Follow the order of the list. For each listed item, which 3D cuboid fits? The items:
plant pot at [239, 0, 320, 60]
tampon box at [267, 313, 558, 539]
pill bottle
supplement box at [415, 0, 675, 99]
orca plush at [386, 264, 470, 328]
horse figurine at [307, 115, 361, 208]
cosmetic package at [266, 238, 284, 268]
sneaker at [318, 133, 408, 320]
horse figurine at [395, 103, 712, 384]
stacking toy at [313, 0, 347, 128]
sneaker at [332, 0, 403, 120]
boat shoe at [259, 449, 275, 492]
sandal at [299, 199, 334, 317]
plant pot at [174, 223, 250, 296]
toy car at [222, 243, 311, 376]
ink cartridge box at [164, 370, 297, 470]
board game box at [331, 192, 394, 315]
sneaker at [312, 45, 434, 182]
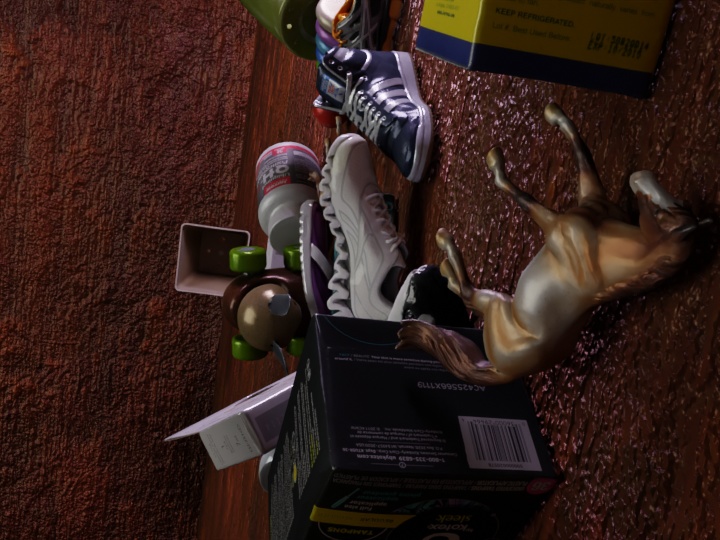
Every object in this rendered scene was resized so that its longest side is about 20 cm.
[{"bbox_3d":[-0.080,-0.409,1.143,0.200,0.200,0.193,109,149,-42],"label":"plant pot"},{"bbox_3d":[0.022,0.150,0.569,0.126,0.150,0.200,-100,20,-47],"label":"tampon box"},{"bbox_3d":[-0.111,-0.112,1.266,0.200,0.111,0.111,-102,23,-50],"label":"pill bottle"},{"bbox_3d":[0.113,-0.209,0.432,0.110,0.109,0.200,-119,37,-65],"label":"supplement box"},{"bbox_3d":[0.055,0.085,0.633,0.071,0.105,0.200,46,134,30],"label":"orca plush"},{"bbox_3d":[-0.031,-0.134,1.080,0.200,0.050,0.133,133,141,-67],"label":"horse figurine"},{"bbox_3d":[-0.162,0.041,1.528,0.083,0.051,0.200,-153,69,-73],"label":"cosmetic package"},{"bbox_3d":[0.010,-0.039,0.797,0.081,0.075,0.200,3,105,36],"label":"sneaker"},{"bbox_3d":[0.099,0.002,0.454,0.200,0.050,0.133,-57,48,34],"label":"horse figurine"},{"bbox_3d":[-0.033,-0.281,1.100,0.200,0.085,0.085,107,162,-51],"label":"stacking toy"},{"bbox_3d":[0.000,-0.283,0.967,0.078,0.077,0.200,-118,35,-63],"label":"sneaker"},{"bbox_3d":[-0.064,0.221,0.912,0.200,0.071,0.091,65,-162,-53],"label":"boat shoe"},{"bbox_3d":[-0.047,-0.003,1.081,0.082,0.050,0.203,12,-113,-70],"label":"sandal"},{"bbox_3d":[-0.433,-0.041,2.362,0.177,0.200,0.200,-105,23,-81],"label":"plant pot"},{"bbox_3d":[-0.110,0.062,1.101,0.200,0.158,0.164,-137,45,-72],"label":"toy car"},{"bbox_3d":[-0.065,0.126,0.755,0.176,0.200,0.045,-30,85,51],"label":"ink cartridge box"},{"bbox_3d":[0.000,0.000,0.954,0.200,0.028,0.135,140,134,-71],"label":"board game box"},{"bbox_3d":[0.010,-0.167,0.818,0.200,0.108,0.070,-99,20,-44],"label":"sneaker"}]
